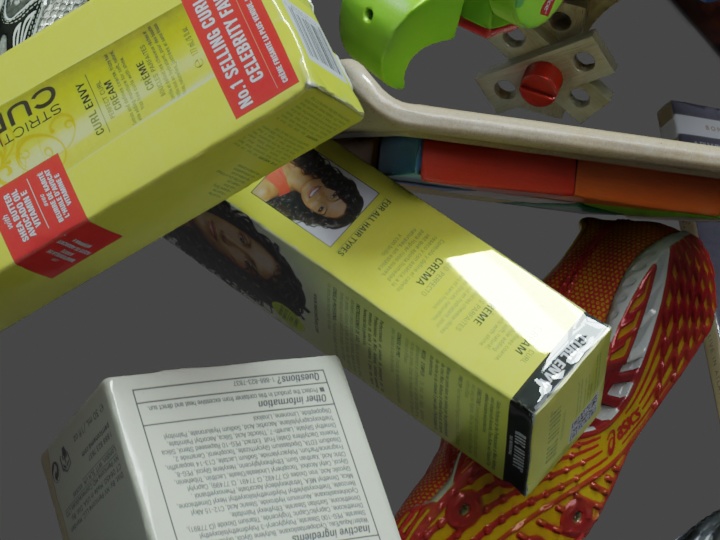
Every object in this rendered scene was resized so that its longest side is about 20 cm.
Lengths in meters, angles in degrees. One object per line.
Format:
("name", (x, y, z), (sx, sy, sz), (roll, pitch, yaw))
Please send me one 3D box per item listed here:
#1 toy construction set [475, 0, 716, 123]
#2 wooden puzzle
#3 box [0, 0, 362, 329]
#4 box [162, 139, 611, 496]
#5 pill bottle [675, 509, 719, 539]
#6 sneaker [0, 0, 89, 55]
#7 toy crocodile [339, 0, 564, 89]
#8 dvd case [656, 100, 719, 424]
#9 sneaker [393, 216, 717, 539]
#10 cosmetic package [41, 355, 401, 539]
("toy construction set", (0.116, -0.161, 1.101), (0.092, 0.131, 0.200), (64, 33, -46))
("wooden puzzle", (0.057, -0.042, 0.958), (0.200, 0.185, 0.037), (12, 88, -19))
("box", (-0.104, -0.040, 0.847), (0.075, 0.200, 0.050), (66, 15, 18))
("box", (0.000, 0.000, 0.918), (0.200, 0.075, 0.050), (34, 67, 20))
("pill bottle", (0.135, 0.150, 0.867), (0.112, 0.200, 0.112), (15, 56, -22))
("sneaker", (-0.063, -0.131, 0.915), (0.200, 0.085, 0.078), (-47, 117, -12))
("toy crocodile", (0.072, -0.133, 0.974), (0.068, 0.062, 0.200), (29, 44, 29))
("dvd case", (0.219, 0.018, 1.117), (0.149, 0.016, 0.200), (7, 58, -26))
("sneaker", (0.070, 0.059, 0.981), (0.200, 0.077, 0.073), (-48, 126, -28))
("cosmetic package", (-0.034, 0.136, 0.861), (0.104, 0.073, 0.200), (-3, 64, -32))
